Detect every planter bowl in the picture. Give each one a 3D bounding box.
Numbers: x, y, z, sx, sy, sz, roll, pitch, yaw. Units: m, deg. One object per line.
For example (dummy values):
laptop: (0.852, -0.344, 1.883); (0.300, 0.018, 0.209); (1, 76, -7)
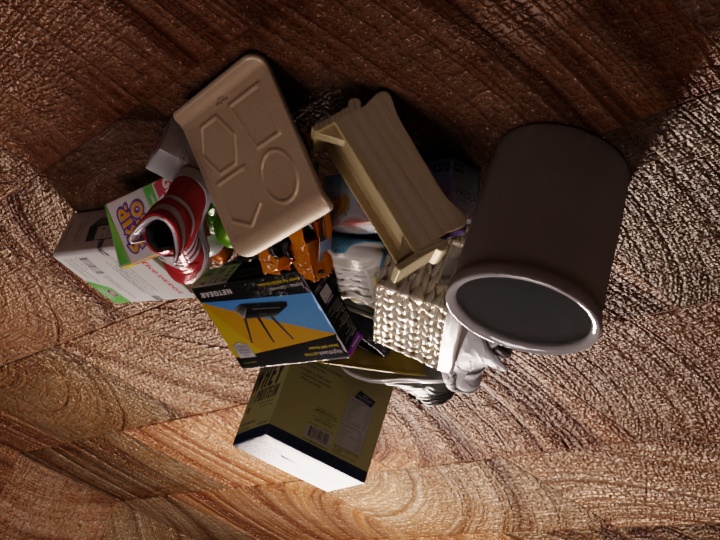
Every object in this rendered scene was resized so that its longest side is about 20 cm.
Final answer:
planter bowl: (0.008, 0.105, 1.773); (0.199, 0.084, 0.200); (8, 178, 0)

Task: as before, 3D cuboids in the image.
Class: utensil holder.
utensil holder: (0.198, -0.036, 1.285); (0.169, 0.201, 0.170); (15, 154, 7)

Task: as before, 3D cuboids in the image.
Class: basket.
basket: (0.093, 0.027, 1.551); (0.123, 0.136, 0.200); (20, 154, 8)

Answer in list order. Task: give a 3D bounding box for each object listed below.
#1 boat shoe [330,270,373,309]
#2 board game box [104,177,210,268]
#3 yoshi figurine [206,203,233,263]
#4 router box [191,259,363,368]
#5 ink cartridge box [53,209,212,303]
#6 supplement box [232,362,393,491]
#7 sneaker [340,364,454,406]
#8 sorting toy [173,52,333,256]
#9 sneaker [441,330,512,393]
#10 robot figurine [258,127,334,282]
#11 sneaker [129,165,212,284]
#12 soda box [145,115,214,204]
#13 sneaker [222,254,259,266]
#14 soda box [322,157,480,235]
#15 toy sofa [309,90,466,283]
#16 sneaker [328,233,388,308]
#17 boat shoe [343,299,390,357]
boat shoe: (0.001, 0.032, 1.692); (0.201, 0.065, 0.074); (28, 153, -19)
board game box: (-0.288, -0.068, 1.621); (0.199, 0.096, 0.030); (-18, 175, 43)
yoshi figurine: (-0.199, -0.047, 1.646); (0.111, 0.113, 0.200); (8, 153, -13)
router box: (-0.113, 0.056, 1.595); (0.199, 0.051, 0.150); (-10, 122, 38)
ink cartridge box: (-0.345, -0.024, 1.794); (0.199, 0.084, 0.146); (-4, 144, 39)
supplement box: (-0.075, 0.235, 1.974); (0.199, 0.201, 0.134); (30, 152, -21)
sneaker: (0.066, 0.177, 1.916); (0.199, 0.071, 0.099); (4, 145, 19)
sorting toy: (-0.125, -0.133, 1.386); (0.185, 0.036, 0.201); (-26, 90, 46)
sneaker: (0.179, 0.130, 1.749); (0.114, 0.075, 0.200); (9, 148, 26)
robot figurine: (-0.092, -0.090, 1.436); (0.144, 0.058, 0.201); (9, 113, 42)
sneaker: (-0.242, -0.029, 1.493); (0.071, 0.113, 0.201); (23, 138, 9)
soda box: (-0.171, -0.123, 1.516); (0.199, 0.064, 0.068); (28, 151, -17)
sneaker: (-0.137, -0.003, 1.694); (0.076, 0.079, 0.200); (56, 154, -6)
soda box: (0.046, -0.087, 1.421); (0.199, 0.069, 0.063); (-4, 168, 38)
toy sofa: (0.031, -0.095, 1.325); (0.201, 0.097, 0.083); (58, 171, 7)
sneaker: (0.000, 0.000, 1.556); (0.076, 0.081, 0.200); (11, 172, 18)
boat shoe: (-0.040, 0.072, 1.655); (0.199, 0.063, 0.075); (19, 169, -10)
